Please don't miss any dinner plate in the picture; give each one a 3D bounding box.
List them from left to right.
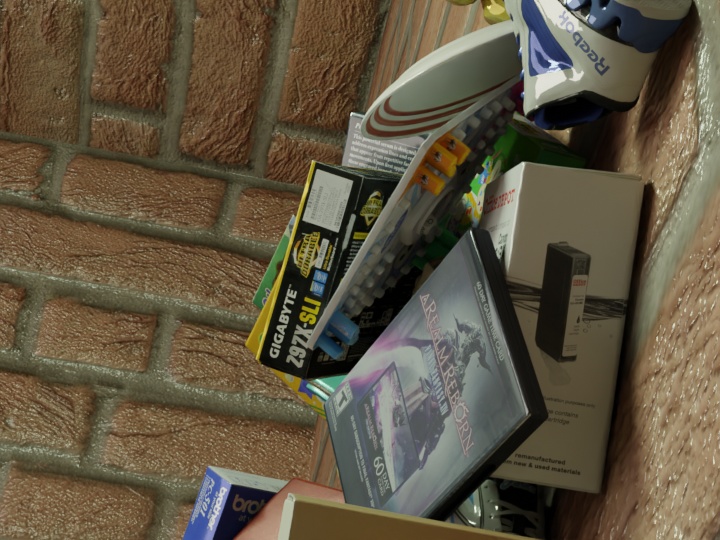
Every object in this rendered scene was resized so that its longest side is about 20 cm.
[{"bbox_3d":[0.089,-0.149,1.182,0.200,0.199,0.024,117,133,-74],"label":"dinner plate"}]

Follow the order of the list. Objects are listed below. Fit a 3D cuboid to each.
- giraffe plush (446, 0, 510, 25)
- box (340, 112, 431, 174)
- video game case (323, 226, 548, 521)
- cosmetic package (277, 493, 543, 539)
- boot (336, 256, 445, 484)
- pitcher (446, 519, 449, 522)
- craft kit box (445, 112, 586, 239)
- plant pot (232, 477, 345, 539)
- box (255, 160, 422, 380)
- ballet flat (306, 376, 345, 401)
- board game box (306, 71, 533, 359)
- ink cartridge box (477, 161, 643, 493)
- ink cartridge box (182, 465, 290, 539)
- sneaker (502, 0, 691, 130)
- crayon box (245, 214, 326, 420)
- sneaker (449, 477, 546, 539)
[{"bbox_3d":[0.139,-0.288,1.213,0.163,0.172,0.200,-59,-9,-9],"label":"giraffe plush"},{"bbox_3d":[0.053,-0.040,1.478,0.148,0.107,0.201,-5,-70,-56],"label":"box"},{"bbox_3d":[0.041,0.089,1.009,0.200,0.019,0.143,-53,39,39],"label":"video game case"},{"bbox_3d":[0.049,0.190,0.858,0.071,0.199,0.106,132,147,-81],"label":"cosmetic package"},{"bbox_3d":[0.048,0.079,1.147,0.200,0.072,0.156,-61,-6,-71],"label":"boot"},{"bbox_3d":[0.044,0.253,1.393,0.172,0.121,0.200,-102,31,-44],"label":"pitcher"},{"bbox_3d":[0.101,-0.027,1.290,0.198,0.048,0.201,-131,56,-65],"label":"craft kit box"},{"bbox_3d":[-0.004,0.268,1.171,0.200,0.200,0.177,7,67,51],"label":"plant pot"},{"bbox_3d":[0.000,0.000,1.247,0.200,0.049,0.161,-2,-72,-67],"label":"box"},{"bbox_3d":[0.045,0.124,1.318,0.071,0.200,0.067,-55,-27,-1],"label":"ballet flat"},{"bbox_3d":[0.055,-0.043,1.152,0.200,0.026,0.200,-38,-18,-54],"label":"board game box"},{"bbox_3d":[0.119,0.036,1.041,0.144,0.083,0.201,149,131,-84],"label":"ink cartridge box"},{"bbox_3d":[-0.047,0.223,1.265,0.044,0.199,0.094,25,96,54],"label":"ink cartridge box"},{"bbox_3d":[0.125,-0.159,1.035,0.199,0.080,0.116,47,131,46],"label":"sneaker"},{"bbox_3d":[-0.024,0.063,1.419,0.052,0.200,0.126,-33,-21,-44],"label":"crayon box"},{"bbox_3d":[0.098,0.184,1.088,0.200,0.072,0.073,-99,28,-65],"label":"sneaker"}]
